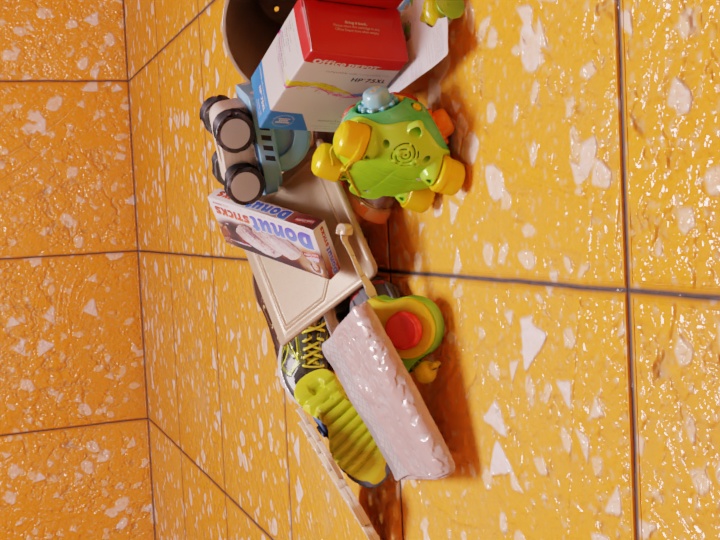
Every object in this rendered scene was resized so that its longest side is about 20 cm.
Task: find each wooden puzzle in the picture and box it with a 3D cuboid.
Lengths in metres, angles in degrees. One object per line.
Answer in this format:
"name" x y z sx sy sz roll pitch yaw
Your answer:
"wooden puzzle" -0.068 -0.032 1.296 0.200 0.037 0.187 -40 64 38

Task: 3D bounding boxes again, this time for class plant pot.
"plant pot" -0.085 -0.336 1.348 0.201 0.184 0.190 -106 20 -63

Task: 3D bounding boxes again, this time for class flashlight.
"flashlight" 0.000 0.000 1.311 0.068 0.067 0.201 54 -172 -40

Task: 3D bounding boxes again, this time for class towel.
"towel" 0.026 0.145 1.186 0.202 0.032 0.191 61 162 6

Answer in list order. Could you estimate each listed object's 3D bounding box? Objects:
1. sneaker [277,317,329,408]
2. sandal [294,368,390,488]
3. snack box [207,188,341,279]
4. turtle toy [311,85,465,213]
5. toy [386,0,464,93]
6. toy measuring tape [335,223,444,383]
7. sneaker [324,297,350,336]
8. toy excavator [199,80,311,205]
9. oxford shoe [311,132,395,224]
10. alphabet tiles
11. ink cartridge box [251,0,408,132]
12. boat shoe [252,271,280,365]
"sneaker" -0.081 0.100 1.523 0.085 0.073 0.203 132 131 -61
"sandal" -0.013 0.214 1.388 0.200 0.079 0.088 53 172 48
"snack box" -0.106 -0.046 1.266 0.199 0.024 0.073 19 138 42
"turtle toy" 0.026 -0.133 1.133 0.200 0.144 0.102 153 133 -67
"toy" 0.054 -0.247 1.141 0.200 0.047 0.117 152 118 -62
"toy measuring tape" 0.042 0.028 1.160 0.202 0.073 0.074 65 156 8
"sneaker" -0.027 0.054 1.380 0.201 0.073 0.088 -115 23 -46
"toy excavator" -0.089 -0.196 1.262 0.100 0.197 0.197 -135 33 -61
"oxford shoe" -0.002 -0.141 1.302 0.073 0.071 0.201 -62 41 26
"alphabet tiles" -0.027 0.276 1.364 0.200 0.014 0.197 48 165 57
"ink cartridge box" -0.029 -0.225 1.123 0.200 0.115 0.068 -42 54 57
"boat shoe" -0.116 0.059 1.618 0.070 0.070 0.202 115 137 -64
